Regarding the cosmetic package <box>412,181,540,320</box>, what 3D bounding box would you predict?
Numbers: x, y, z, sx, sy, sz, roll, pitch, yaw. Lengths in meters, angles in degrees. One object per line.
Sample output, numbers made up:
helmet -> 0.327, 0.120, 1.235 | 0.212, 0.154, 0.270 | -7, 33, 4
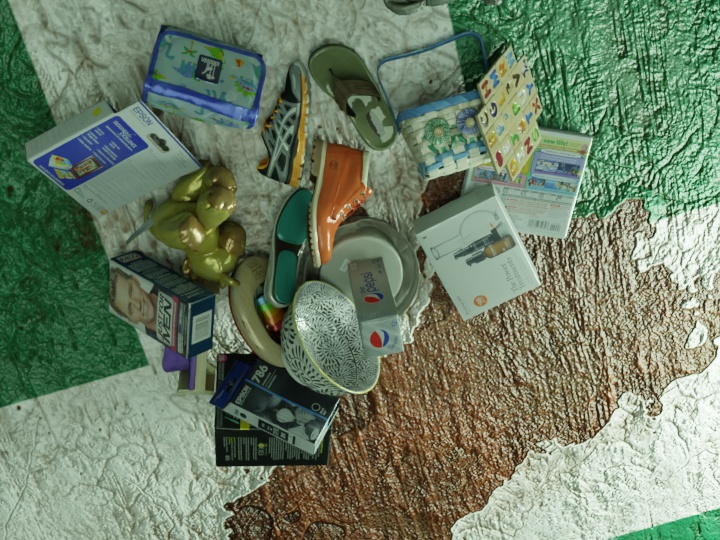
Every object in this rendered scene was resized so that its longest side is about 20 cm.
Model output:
cosmetic package -> 0.197, -0.029, 1.794 | 0.149, 0.052, 0.201 | -24, 121, 14

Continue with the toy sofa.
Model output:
toy sofa -> -0.289, 0.107, 1.801 | 0.095, 0.083, 0.204 | 3, 115, -9

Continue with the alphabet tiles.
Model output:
alphabet tiles -> 0.233, -0.244, 1.646 | 0.006, 0.201, 0.168 | -3, 124, 36

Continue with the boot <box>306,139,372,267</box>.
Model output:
boot -> -0.034, -0.103, 1.701 | 0.105, 0.075, 0.204 | 6, 88, -6

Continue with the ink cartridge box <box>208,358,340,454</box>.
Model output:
ink cartridge box -> -0.141, 0.213, 1.738 | 0.197, 0.100, 0.040 | 23, 143, 11

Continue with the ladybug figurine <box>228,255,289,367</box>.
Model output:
ladybug figurine -> -0.161, 0.069, 1.783 | 0.071, 0.135, 0.203 | -14, 104, 47

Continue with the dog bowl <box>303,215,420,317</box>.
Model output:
dog bowl -> 0.000, 0.000, 1.797 | 0.196, 0.059, 0.204 | -3, 114, -5

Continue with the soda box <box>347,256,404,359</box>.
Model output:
soda box -> 0.022, 0.056, 1.682 | 0.062, 0.201, 0.069 | -11, 118, -1

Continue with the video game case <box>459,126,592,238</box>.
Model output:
video game case -> 0.271, -0.153, 1.776 | 0.196, 0.022, 0.185 | 7, 114, -9

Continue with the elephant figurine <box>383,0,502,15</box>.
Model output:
elephant figurine -> 0.085, -0.440, 1.554 | 0.141, 0.155, 0.202 | -36, 107, -13

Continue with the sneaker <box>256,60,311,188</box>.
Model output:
sneaker -> -0.118, -0.229, 1.670 | 0.076, 0.079, 0.204 | 9, 113, 0

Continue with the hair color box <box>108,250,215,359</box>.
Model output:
hair color box -> -0.323, 0.053, 1.717 | 0.060, 0.198, 0.102 | -20, 126, -46

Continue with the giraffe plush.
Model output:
giraffe plush -> -0.248, -0.051, 1.701 | 0.198, 0.174, 0.163 | -32, 125, 14

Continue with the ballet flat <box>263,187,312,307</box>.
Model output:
ballet flat -> -0.125, -0.038, 1.745 | 0.068, 0.069, 0.204 | 13, 77, -12

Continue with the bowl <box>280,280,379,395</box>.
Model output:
bowl -> -0.068, 0.128, 1.724 | 0.094, 0.202, 0.200 | -34, 115, 28

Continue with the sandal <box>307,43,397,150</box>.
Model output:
sandal -> -0.003, -0.271, 1.670 | 0.079, 0.058, 0.201 | -36, 114, 11

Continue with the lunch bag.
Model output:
lunch bag -> -0.231, -0.275, 1.564 | 0.167, 0.201, 0.129 | 14, 114, -12

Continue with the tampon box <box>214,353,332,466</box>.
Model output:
tampon box -> -0.150, 0.239, 1.822 | 0.196, 0.152, 0.127 | 0, 141, -6

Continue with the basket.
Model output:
basket -> 0.133, -0.256, 1.658 | 0.173, 0.139, 0.204 | -19, 82, 1

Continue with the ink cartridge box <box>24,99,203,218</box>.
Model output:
ink cartridge box -> -0.372, -0.176, 1.620 | 0.197, 0.048, 0.198 | -27, 149, 8
